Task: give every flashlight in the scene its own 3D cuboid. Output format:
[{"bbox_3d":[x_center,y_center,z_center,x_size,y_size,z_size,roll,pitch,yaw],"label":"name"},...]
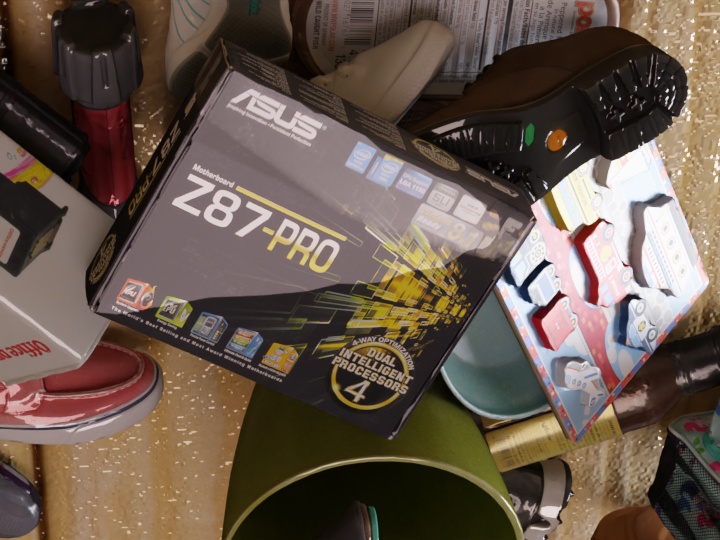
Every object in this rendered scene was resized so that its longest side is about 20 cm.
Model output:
[{"bbox_3d":[-0.150,-0.064,1.334,0.067,0.068,0.201,21,138,19],"label":"flashlight"}]

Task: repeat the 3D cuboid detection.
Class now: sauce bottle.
[{"bbox_3d":[0.161,0.084,1.506,0.199,0.065,0.065,-16,130,7],"label":"sauce bottle"}]

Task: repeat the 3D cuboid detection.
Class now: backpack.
[{"bbox_3d":[0.312,0.162,1.484,0.177,0.200,0.151,-10,138,-28],"label":"backpack"}]

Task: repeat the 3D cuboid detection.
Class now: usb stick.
[{"bbox_3d":[-0.241,-0.114,1.269,0.200,0.033,0.055,37,140,-11],"label":"usb stick"}]

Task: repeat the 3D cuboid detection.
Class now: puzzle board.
[{"bbox_3d":[0.150,-0.005,1.396,0.151,0.017,0.200,-47,135,-19],"label":"puzzle board"}]

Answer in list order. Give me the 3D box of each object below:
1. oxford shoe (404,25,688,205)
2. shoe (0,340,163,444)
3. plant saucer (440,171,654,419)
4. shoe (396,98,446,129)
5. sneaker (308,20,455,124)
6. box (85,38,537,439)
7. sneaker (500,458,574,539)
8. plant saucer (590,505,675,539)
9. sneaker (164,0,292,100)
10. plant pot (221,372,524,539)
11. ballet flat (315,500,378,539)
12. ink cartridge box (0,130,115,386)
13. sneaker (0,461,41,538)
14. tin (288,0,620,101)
[{"bbox_3d":[0.083,-0.083,1.288,0.199,0.084,0.073,-22,126,-11],"label":"oxford shoe"},{"bbox_3d":[-0.228,0.057,1.427,0.199,0.072,0.091,-2,136,0],"label":"shoe"},{"bbox_3d":[0.104,-0.007,1.387,0.199,0.036,0.201,-21,121,-38],"label":"plant saucer"},{"bbox_3d":[-0.025,-0.077,1.361,0.199,0.053,0.070,-2,110,-10],"label":"shoe"},{"bbox_3d":[-0.037,-0.087,1.290,0.200,0.075,0.089,-42,89,10],"label":"sneaker"},{"bbox_3d":[-0.028,-0.013,1.229,0.199,0.049,0.162,26,109,-21],"label":"box"},{"bbox_3d":[0.071,0.204,1.598,0.090,0.067,0.201,17,122,-17],"label":"sneaker"},{"bbox_3d":[0.255,0.218,1.548,0.199,0.200,0.032,14,109,-18],"label":"plant saucer"},{"bbox_3d":[-0.074,-0.168,1.265,0.070,0.081,0.201,-8,152,-19],"label":"sneaker"},{"bbox_3d":[-0.001,0.114,1.421,0.186,0.201,0.188,-3,130,-4],"label":"plant pot"},{"bbox_3d":[-0.023,0.216,1.330,0.073,0.073,0.201,-3,133,-5],"label":"ballet flat"},{"bbox_3d":[-0.239,-0.029,1.278,0.200,0.083,0.146,39,156,-19],"label":"ink cartridge box"},{"bbox_3d":[-0.309,0.160,1.493,0.199,0.088,0.075,19,125,-22],"label":"sneaker"},{"bbox_3d":[0.055,-0.151,1.314,0.199,0.042,0.112,0,134,-7],"label":"tin"}]
